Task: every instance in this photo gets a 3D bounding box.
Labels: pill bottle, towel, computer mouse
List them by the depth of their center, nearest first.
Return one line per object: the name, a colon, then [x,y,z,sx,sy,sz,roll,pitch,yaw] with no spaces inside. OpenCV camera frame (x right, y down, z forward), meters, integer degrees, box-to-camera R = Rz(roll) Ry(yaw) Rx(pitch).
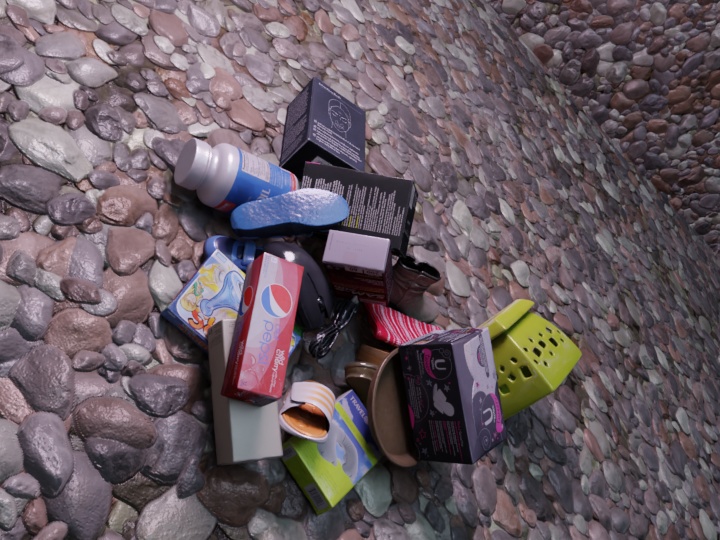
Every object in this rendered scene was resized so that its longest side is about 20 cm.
computer mouse: [-0.082,0.031,1.083,0.201,0.053,0.139,52,50,-15]
pill bottle: [-0.216,-0.153,1.148,0.199,0.112,0.113,20,50,-35]
towel: [0.097,0.121,1.279,0.199,0.023,0.145,24,19,-22]

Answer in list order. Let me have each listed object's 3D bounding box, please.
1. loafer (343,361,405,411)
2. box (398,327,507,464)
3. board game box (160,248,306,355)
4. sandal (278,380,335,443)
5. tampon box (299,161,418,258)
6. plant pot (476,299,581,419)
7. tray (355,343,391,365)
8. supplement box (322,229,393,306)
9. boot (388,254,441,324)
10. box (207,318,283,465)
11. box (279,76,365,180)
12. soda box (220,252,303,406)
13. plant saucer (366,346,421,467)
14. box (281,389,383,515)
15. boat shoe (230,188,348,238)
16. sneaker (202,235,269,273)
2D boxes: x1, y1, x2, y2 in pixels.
loafer: [0.041,0.236,1.157,0.200,0.076,0.068,45,46,-22]
box: [0.161,0.208,1.120,0.132,0.114,0.202,-13,95,-50]
board game box: [-0.195,0.082,1.039,0.200,0.034,0.136,43,52,-15]
sandal: [-0.077,0.195,1.014,0.079,0.060,0.207,20,12,-4]
tampon box: [-0.005,-0.110,1.213,0.150,0.198,0.128,25,77,-81]
plant pot: [0.320,0.186,1.406,0.182,0.199,0.199,54,38,9]
tray: [0.098,0.184,1.245,0.199,0.098,0.037,18,86,-37]
supplement box: [0.000,0.000,1.177,0.108,0.200,0.061,10,72,9]
boot: [0.120,0.042,1.345,0.199,0.130,0.068,24,47,-33]
box: [-0.169,0.174,0.955,0.082,0.068,0.202,4,72,-33]
box: [-0.076,-0.279,1.393,0.148,0.107,0.201,28,46,-30]
soda box: [-0.137,0.082,0.927,0.070,0.063,0.202,20,62,-27]
plant saucer: [0.074,0.230,1.122,0.199,0.029,0.202,9,78,-50]
box: [-0.033,0.285,1.071,0.122,0.048,0.200,55,38,4]
boat shoe: [-0.121,-0.096,1.116,0.198,0.069,0.085,-2,71,-14]
sneaker: [-0.170,-0.014,1.119,0.199,0.082,0.074,26,48,-29]
